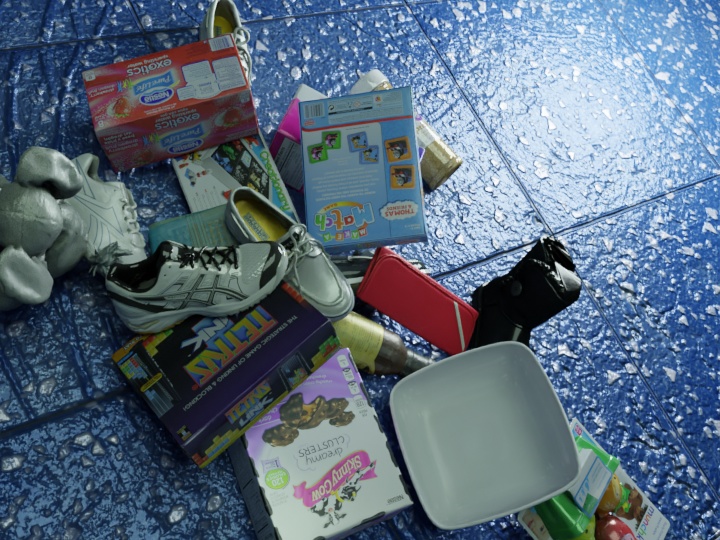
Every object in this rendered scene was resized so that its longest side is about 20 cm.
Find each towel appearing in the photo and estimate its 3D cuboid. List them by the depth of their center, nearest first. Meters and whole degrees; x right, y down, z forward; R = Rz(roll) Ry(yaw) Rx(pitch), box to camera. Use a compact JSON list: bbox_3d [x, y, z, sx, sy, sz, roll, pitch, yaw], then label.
[{"bbox_3d":[-0.169,0.018,0.975,0.146,0.022,0.201,-16,75,-9],"label":"towel"}]

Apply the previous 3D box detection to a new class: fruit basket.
[{"bbox_3d":[0.305,0.317,1.014,0.200,0.094,0.185,45,53,1],"label":"fruit basket"}]

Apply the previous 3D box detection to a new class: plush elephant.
[{"bbox_3d":[-0.356,-0.045,0.831,0.198,0.155,0.166,8,72,5],"label":"plush elephant"}]

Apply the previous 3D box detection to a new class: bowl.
[{"bbox_3d":[0.151,0.204,0.981,0.199,0.075,0.201,-20,64,2],"label":"bowl"}]

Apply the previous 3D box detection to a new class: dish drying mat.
[{"bbox_3d":[0.081,0.045,1.057,0.200,0.018,0.077,34,76,-34],"label":"dish drying mat"}]

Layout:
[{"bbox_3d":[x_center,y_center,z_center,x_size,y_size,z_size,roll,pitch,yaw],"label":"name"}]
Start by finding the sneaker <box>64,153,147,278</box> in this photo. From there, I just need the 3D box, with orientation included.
[{"bbox_3d":[-0.297,-0.055,0.942,0.087,0.075,0.200,-41,85,0],"label":"sneaker"}]

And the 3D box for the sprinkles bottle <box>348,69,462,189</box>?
[{"bbox_3d":[0.068,-0.217,1.232,0.200,0.068,0.068,48,53,6],"label":"sprinkles bottle"}]

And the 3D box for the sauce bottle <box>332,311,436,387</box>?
[{"bbox_3d":[0.007,0.095,1.017,0.199,0.065,0.065,27,53,-17],"label":"sauce bottle"}]

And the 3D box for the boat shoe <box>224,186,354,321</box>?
[{"bbox_3d":[-0.082,-0.026,0.940,0.075,0.086,0.202,-40,81,-17],"label":"boat shoe"}]

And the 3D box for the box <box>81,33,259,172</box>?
[{"bbox_3d":[-0.241,-0.214,1.025,0.199,0.096,0.100,-17,64,-8],"label":"box"}]

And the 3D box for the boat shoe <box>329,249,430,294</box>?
[{"bbox_3d":[0.000,0.000,1.067,0.199,0.076,0.061,-7,70,-29],"label":"boat shoe"}]

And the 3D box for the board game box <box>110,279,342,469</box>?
[{"bbox_3d":[-0.148,0.089,0.875,0.200,0.057,0.165,-40,49,-17],"label":"board game box"}]

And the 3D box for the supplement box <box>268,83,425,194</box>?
[{"bbox_3d":[-0.027,-0.157,1.131,0.199,0.103,0.102,28,54,-9],"label":"supplement box"}]

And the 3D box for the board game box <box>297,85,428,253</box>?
[{"bbox_3d":[0.002,-0.127,1.018,0.150,0.037,0.202,-6,75,7],"label":"board game box"}]

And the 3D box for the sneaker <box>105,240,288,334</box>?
[{"bbox_3d":[-0.178,0.004,0.861,0.199,0.088,0.076,-20,43,1],"label":"sneaker"}]

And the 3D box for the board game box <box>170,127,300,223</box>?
[{"bbox_3d":[-0.160,-0.092,1.045,0.125,0.035,0.201,-21,71,-10],"label":"board game box"}]

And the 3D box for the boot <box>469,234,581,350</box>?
[{"bbox_3d":[0.222,0.070,1.070,0.076,0.168,0.201,16,56,-23],"label":"boot"}]

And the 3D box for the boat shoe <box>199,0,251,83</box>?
[{"bbox_3d":[-0.189,-0.313,1.146,0.074,0.086,0.203,5,59,-22],"label":"boat shoe"}]

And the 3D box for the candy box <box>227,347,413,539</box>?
[{"bbox_3d":[-0.057,0.209,0.918,0.167,0.072,0.201,-12,67,-29],"label":"candy box"}]
